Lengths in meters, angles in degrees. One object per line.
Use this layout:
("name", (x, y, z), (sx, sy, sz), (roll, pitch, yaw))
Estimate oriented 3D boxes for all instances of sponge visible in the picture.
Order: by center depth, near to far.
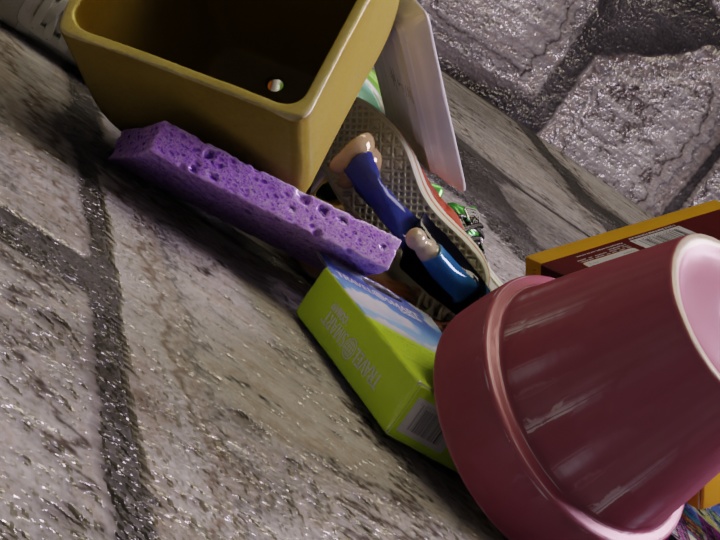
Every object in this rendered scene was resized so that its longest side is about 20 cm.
("sponge", (-0.078, -0.050, 1.582), (0.199, 0.030, 0.111), (27, -11, -18))

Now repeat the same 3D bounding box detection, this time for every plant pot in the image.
("plant pot", (0.176, 0.072, 1.415), (0.199, 0.179, 0.201), (29, 43, -32))
("plant pot", (-0.082, -0.162, 1.608), (0.194, 0.195, 0.201), (20, -27, 14))

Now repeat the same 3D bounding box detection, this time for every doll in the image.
("doll", (0.052, -0.014, 1.664), (0.200, 0.048, 0.137), (51, -2, 17))

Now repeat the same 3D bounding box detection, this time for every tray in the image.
("tray", (0.035, -0.154, 1.724), (0.107, 0.022, 0.201), (50, -16, 39))

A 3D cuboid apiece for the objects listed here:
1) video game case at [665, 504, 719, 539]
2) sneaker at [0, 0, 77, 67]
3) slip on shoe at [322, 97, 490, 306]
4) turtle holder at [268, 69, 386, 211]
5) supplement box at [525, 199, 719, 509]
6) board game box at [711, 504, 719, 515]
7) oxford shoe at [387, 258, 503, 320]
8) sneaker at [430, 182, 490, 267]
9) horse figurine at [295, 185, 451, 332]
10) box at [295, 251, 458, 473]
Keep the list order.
("video game case", (0.260, 0.219, 1.592), (0.181, 0.036, 0.200), (42, 10, -8))
("sneaker", (-0.228, -0.205, 1.792), (0.199, 0.077, 0.081), (25, 17, -38))
("slip on shoe", (0.033, -0.054, 1.760), (0.200, 0.074, 0.061), (51, 7, 2))
("turtle holder", (-0.033, -0.094, 1.840), (0.132, 0.140, 0.187), (-32, 102, -65))
("supplement box", (0.259, 0.056, 1.624), (0.196, 0.134, 0.200), (-16, 25, -30))
("board game box", (0.289, 0.173, 1.754), (0.199, 0.096, 0.030), (35, 5, -6))
("oxford shoe", (0.078, 0.025, 1.813), (0.057, 0.076, 0.200), (-10, 42, -42))
("sneaker", (0.081, -0.013, 1.920), (0.078, 0.085, 0.200), (24, 17, -49))
("horse figurine", (0.000, 0.000, 1.710), (0.200, 0.050, 0.132), (43, 7, 10))
("box", (0.034, 0.070, 1.521), (0.121, 0.048, 0.200), (31, 11, -32))
